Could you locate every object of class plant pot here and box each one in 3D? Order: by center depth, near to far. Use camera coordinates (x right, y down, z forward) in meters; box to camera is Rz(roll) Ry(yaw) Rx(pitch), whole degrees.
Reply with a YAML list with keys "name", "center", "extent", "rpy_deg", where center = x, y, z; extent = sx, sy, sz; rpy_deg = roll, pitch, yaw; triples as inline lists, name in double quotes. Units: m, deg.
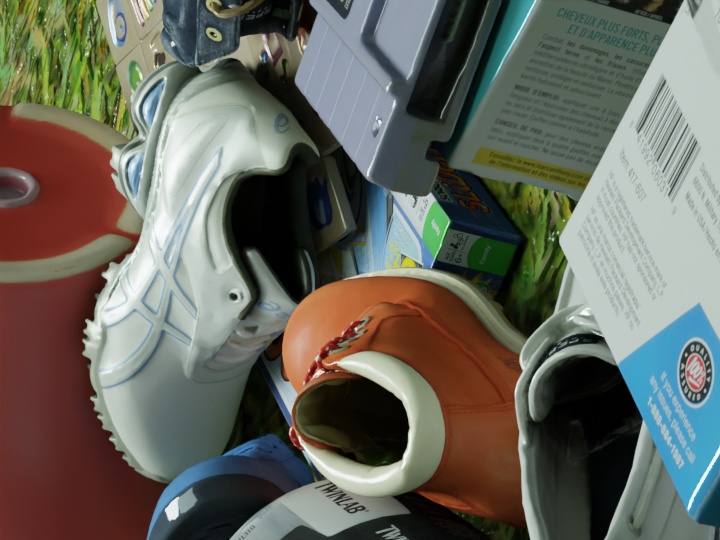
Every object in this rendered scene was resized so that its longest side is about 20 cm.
- name: "plant pot"
  center: [-0.166, 0.032, 1.352]
  extent: [0.201, 0.199, 0.178]
  rpy_deg: [-110, 21, -52]

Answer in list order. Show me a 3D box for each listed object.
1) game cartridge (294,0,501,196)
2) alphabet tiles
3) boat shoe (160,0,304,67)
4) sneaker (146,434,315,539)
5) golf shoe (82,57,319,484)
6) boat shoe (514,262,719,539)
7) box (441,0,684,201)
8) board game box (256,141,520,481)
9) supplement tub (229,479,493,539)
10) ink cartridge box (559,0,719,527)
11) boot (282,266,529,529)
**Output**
- name: "game cartridge"
  center: [0.030, -0.140, 1.059]
  extent: [0.201, 0.038, 0.130]
  rpy_deg: [-70, 24, 14]
- name: "alphabet tiles"
  center: [-0.056, -0.077, 1.279]
  extent: [0.200, 0.008, 0.168]
  rpy_deg: [-33, 72, 59]
- name: "boat shoe"
  center: [-0.041, -0.130, 1.149]
  extent: [0.200, 0.070, 0.092]
  rpy_deg: [-166, 62, -73]
- name: "sneaker"
  center: [-0.050, 0.097, 1.166]
  extent: [0.200, 0.066, 0.079]
  rpy_deg: [65, -169, -69]
- name: "golf shoe"
  center: [-0.062, 0.014, 1.243]
  extent: [0.097, 0.078, 0.201]
  rpy_deg: [32, 127, 42]
- name: "boat shoe"
  center: [0.081, 0.043, 0.955]
  extent: [0.072, 0.066, 0.201]
  rpy_deg: [-30, 35, 31]
- name: "box"
  center: [0.101, -0.116, 1.014]
  extent: [0.201, 0.082, 0.049]
  rpy_deg: [-61, 27, 33]
- name: "board game box"
  center: [0.000, 0.000, 1.248]
  extent: [0.200, 0.034, 0.136]
  rpy_deg: [-123, 50, -60]
- name: "supplement tub"
  center: [0.025, 0.152, 1.003]
  extent: [0.200, 0.122, 0.123]
  rpy_deg: [26, 102, 66]
- name: "ink cartridge box"
  center: [0.151, -0.040, 0.857]
  extent: [0.201, 0.084, 0.146]
  rpy_deg: [-63, 26, 29]
- name: "boot"
  center: [0.008, 0.041, 1.078]
  extent: [0.200, 0.107, 0.076]
  rpy_deg: [24, 105, 57]
